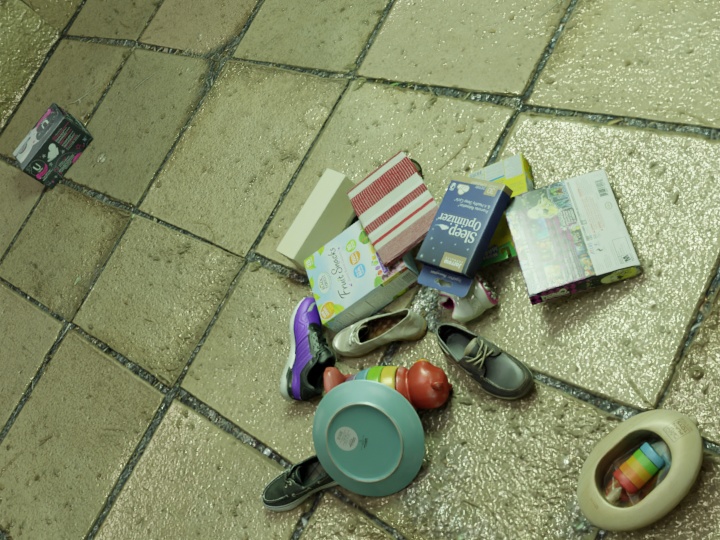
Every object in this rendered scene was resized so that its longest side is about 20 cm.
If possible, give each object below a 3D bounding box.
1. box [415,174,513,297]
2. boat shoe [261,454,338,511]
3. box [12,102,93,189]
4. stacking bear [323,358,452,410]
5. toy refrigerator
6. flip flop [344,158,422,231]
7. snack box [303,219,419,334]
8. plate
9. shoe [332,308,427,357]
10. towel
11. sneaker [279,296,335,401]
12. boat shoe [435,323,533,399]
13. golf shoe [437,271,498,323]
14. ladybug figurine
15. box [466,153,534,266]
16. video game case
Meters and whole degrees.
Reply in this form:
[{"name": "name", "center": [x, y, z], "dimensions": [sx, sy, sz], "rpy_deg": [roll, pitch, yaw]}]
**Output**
[{"name": "box", "center": [0.169, -0.061, 1.536], "dimensions": [0.120, 0.032, 0.202], "rpy_deg": [18, 81, 46]}, {"name": "boat shoe", "center": [-0.102, 0.363, 1.581], "dimensions": [0.199, 0.057, 0.069], "rpy_deg": [-29, 49, 22]}, {"name": "box", "center": [-0.908, -0.369, 2.649], "dimensions": [0.200, 0.115, 0.132], "rpy_deg": [-49, 45, 2]}, {"name": "stacking bear", "center": [0.054, 0.206, 1.522], "dimensions": [0.198, 0.121, 0.115], "rpy_deg": [-15, 69, 21]}, {"name": "toy refrigerator", "center": [-0.083, -0.101, 1.843], "dimensions": [0.070, 0.076, 0.201], "rpy_deg": [25, 81, 45]}, {"name": "flip flop", "center": [0.040, -0.145, 1.781], "dimensions": [0.200, 0.081, 0.058], "rpy_deg": [-50, 30, 10]}, {"name": "snack box", "center": [0.000, 0.000, 1.719], "dimensions": [0.199, 0.068, 0.170], "rpy_deg": [-37, 47, 17]}, {"name": "plate", "center": [0.008, 0.280, 1.480], "dimensions": [0.198, 0.026, 0.203], "rpy_deg": [4, 102, 18]}, {"name": "shoe", "center": [0.025, 0.108, 1.640], "dimensions": [0.198, 0.053, 0.071], "rpy_deg": [-18, 54, 30]}, {"name": "towel", "center": [0.065, -0.117, 1.674], "dimensions": [0.143, 0.023, 0.201], "rpy_deg": [-36, 51, 11]}, {"name": "sneaker", "center": [-0.085, 0.148, 1.695], "dimensions": [0.099, 0.069, 0.203], "rpy_deg": [-5, 69, 38]}, {"name": "boat shoe", "center": [0.192, 0.146, 1.467], "dimensions": [0.199, 0.073, 0.075], "rpy_deg": [27, 82, 45]}, {"name": "golf shoe", "center": [0.160, 0.009, 1.582], "dimensions": [0.091, 0.075, 0.201], "rpy_deg": [-43, 44, 13]}, {"name": "ladybug figurine", "center": [0.388, 0.276, 1.229], "dimensions": [0.200, 0.072, 0.136], "rpy_deg": [-43, 45, 10]}, {"name": "box", "center": [0.254, -0.100, 1.591], "dimensions": [0.116, 0.048, 0.202], "rpy_deg": [-20, 51, 27]}, {"name": "video game case", "center": [0.339, -0.057, 1.466], "dimensions": [0.179, 0.036, 0.202], "rpy_deg": [-17, 55, 9]}]
